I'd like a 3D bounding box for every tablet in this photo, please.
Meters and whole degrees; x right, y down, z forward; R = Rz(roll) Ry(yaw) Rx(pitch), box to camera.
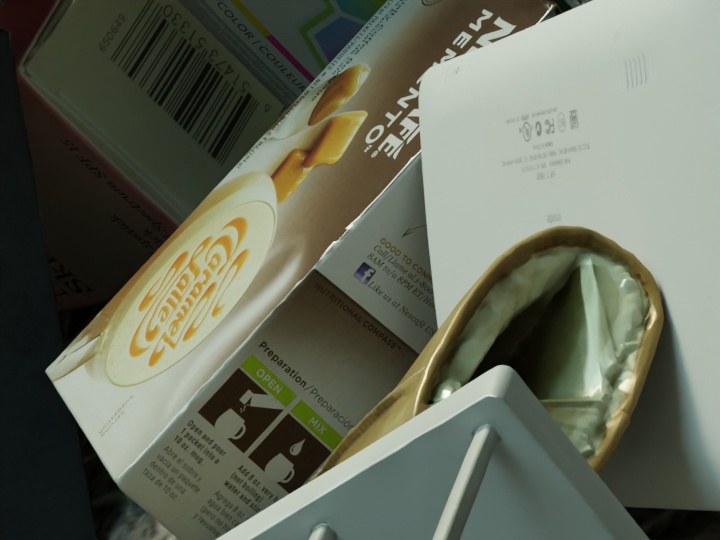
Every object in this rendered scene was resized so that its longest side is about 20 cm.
[{"bbox_3d":[0.058,-0.002,0.651,0.200,0.014,0.131,168,96,-71],"label":"tablet"}]

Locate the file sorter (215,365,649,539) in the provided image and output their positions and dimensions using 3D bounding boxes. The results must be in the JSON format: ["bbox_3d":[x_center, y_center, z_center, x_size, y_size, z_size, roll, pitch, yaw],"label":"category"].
[{"bbox_3d":[-0.014,0.147,0.523,0.200,0.139,0.125,-33,14,26],"label":"file sorter"}]

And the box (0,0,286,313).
[{"bbox_3d":[-0.127,-0.063,1.049,0.200,0.128,0.109,-13,41,51],"label":"box"}]

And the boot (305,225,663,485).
[{"bbox_3d":[-0.013,0.094,0.631,0.176,0.066,0.200,-62,7,-32],"label":"boot"}]

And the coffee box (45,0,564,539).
[{"bbox_3d":[0.000,0.000,0.813,0.200,0.080,0.114,-47,25,0],"label":"coffee box"}]

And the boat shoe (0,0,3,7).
[{"bbox_3d":[-0.160,-0.127,0.928,0.200,0.063,0.071,-87,16,-72],"label":"boat shoe"}]

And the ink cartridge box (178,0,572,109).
[{"bbox_3d":[0.031,-0.113,0.902,0.199,0.104,0.059,-14,40,49],"label":"ink cartridge box"}]

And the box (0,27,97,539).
[{"bbox_3d":[-0.214,0.023,0.949,0.123,0.201,0.196,-11,3,-35],"label":"box"}]

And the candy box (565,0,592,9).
[{"bbox_3d":[0.104,-0.161,0.757,0.168,0.200,0.072,-44,-17,5],"label":"candy box"}]
